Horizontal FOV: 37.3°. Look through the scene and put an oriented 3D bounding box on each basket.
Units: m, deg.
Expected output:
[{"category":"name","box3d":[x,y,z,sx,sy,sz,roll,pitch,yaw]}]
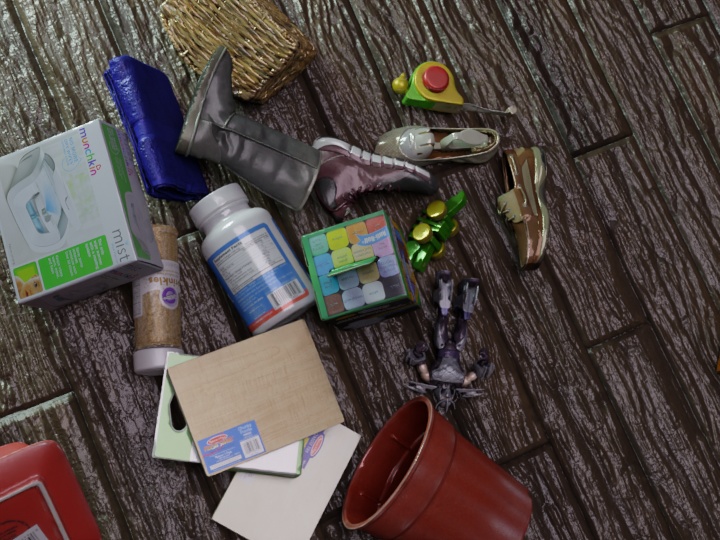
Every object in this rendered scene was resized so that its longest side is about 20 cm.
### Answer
[{"category":"basket","box3d":[-0.185,-0.346,1.589,0.200,0.149,0.143,44,103,0]}]

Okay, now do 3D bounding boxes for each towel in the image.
[{"category":"towel","box3d":[-0.287,-0.192,1.492,0.049,0.148,0.201,-22,80,14]}]

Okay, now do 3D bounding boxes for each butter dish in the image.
[{"category":"butter dish","box3d":[-0.451,0.294,1.319,0.199,0.148,0.200,-26,123,-20]}]

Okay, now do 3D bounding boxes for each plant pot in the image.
[{"category":"plant pot","box3d":[0.110,0.306,1.432,0.195,0.201,0.201,35,70,-12]}]

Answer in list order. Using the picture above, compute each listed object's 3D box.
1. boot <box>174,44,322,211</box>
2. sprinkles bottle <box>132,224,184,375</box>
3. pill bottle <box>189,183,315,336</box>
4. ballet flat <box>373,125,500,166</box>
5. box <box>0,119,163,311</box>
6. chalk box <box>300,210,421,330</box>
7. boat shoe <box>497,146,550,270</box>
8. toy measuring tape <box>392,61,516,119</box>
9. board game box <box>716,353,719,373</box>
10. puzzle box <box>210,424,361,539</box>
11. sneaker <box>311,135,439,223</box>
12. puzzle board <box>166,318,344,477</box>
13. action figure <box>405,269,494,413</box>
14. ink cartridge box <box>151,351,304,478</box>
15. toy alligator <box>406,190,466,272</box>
[{"category":"boot","box3d":[-0.144,-0.199,1.498,0.199,0.073,0.183,19,82,-14]},{"category":"sprinkles bottle","box3d":[-0.279,0.041,1.460,0.068,0.068,0.201,-2,76,-14]},{"category":"pill bottle","box3d":[-0.151,-0.017,1.484,0.112,0.112,0.200,-30,84,-19]},{"category":"ballet flat","box3d":[0.118,-0.197,1.624,0.199,0.062,0.068,-5,77,-15]},{"category":"box","box3d":[-0.378,-0.071,1.419,0.176,0.097,0.201,-19,79,10]},{"category":"chalk box","box3d":[0.000,0.000,1.455,0.124,0.200,0.125,-16,79,7]},{"category":"boat shoe","box3d":[0.244,-0.097,1.629,0.073,0.076,0.201,5,66,-7]},{"category":"toy measuring tape","box3d":[0.146,-0.282,1.651,0.199,0.074,0.074,6,74,-12]},{"category":"board game box","box3d":[0.699,0.082,1.620,0.199,0.200,0.201,22,71,-8]},{"category":"puzzle box","box3d":[-0.100,0.283,1.464,0.133,0.025,0.201,30,71,-4]},{"category":"sneaker","box3d":[0.009,-0.114,1.577,0.199,0.076,0.116,18,77,2]},{"category":"puzzle board","box3d":[-0.138,0.167,1.415,0.199,0.017,0.151,-20,82,-20]},{"category":"action figure","box3d":[0.128,0.106,1.545,0.129,0.069,0.201,10,77,-16]},{"category":"ink cartridge box","box3d":[-0.171,0.194,1.431,0.199,0.048,0.146,9,73,-11]},{"category":"toy alligator","box3d":[0.090,-0.040,1.585,0.054,0.059,0.200,22,73,40]}]
